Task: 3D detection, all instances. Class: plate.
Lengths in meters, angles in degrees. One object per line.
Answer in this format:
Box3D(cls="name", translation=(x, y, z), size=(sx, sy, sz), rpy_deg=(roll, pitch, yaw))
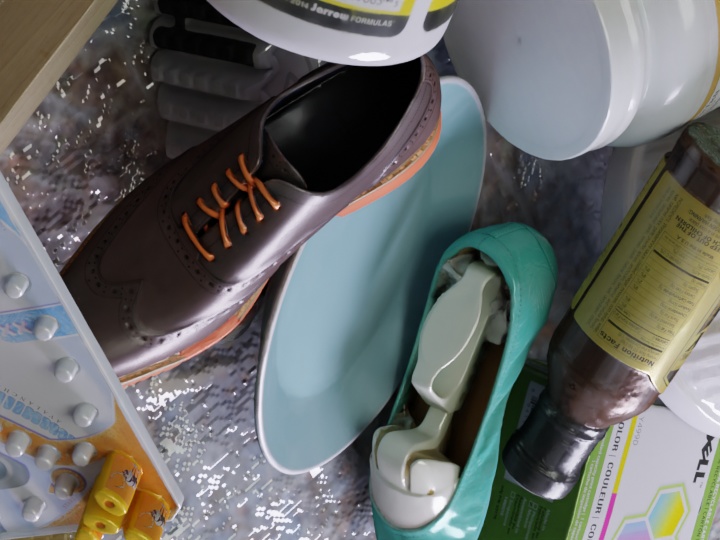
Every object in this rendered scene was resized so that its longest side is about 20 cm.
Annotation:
Box3D(cls="plate", translation=(0.000, 0.000, 0.852), size=(0.200, 0.025, 0.201), rpy_deg=(-50, 155, -34))

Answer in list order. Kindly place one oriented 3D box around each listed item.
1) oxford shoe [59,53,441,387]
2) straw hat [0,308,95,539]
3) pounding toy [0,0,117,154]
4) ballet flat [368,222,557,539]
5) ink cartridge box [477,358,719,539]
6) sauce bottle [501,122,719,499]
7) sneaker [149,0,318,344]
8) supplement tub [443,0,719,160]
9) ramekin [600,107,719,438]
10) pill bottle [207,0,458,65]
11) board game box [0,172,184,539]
Box3D(cls="oxford shoe", translation=(-0.052, -0.027, 0.718), size=(0.200, 0.073, 0.071), rpy_deg=(-40, 82, -8))
Box3D(cls="straw hat", translation=(-0.182, 0.035, 0.713), size=(0.202, 0.199, 0.086), rpy_deg=(61, 28, -33))
Box3D(cls="pounding toy", translation=(-0.169, -0.161, 0.621), size=(0.185, 0.141, 0.200), rpy_deg=(-55, 162, -11))
Box3D(cls="ballet flat", translation=(0.038, 0.069, 0.908), size=(0.070, 0.067, 0.202), rpy_deg=(8, 103, -53))
Box3D(cls="ink cartridge box", translation=(0.162, 0.139, 1.029), size=(0.199, 0.075, 0.149), rpy_deg=(10, 98, -38))
Box3D(cls="sauce bottle", translation=(0.133, 0.025, 0.888), size=(0.064, 0.065, 0.201), rpy_deg=(7, 125, -39))
Box3D(cls="sneaker", translation=(-0.046, -0.071, 0.810), size=(0.081, 0.075, 0.202), rpy_deg=(-15, 119, -44))
Box3D(cls="supplement tub", translation=(0.149, -0.148, 0.886), size=(0.199, 0.144, 0.146), rpy_deg=(-27, 119, -29))
Box3D(cls="ramekin", translation=(0.231, -0.014, 0.972), size=(0.199, 0.105, 0.203), rpy_deg=(11, 73, -40))
Box3D(cls="pill bottle", translation=(0.011, -0.185, 0.649), size=(0.112, 0.113, 0.201), rpy_deg=(-6, 132, -37))
Box3D(cls="board game box", translation=(-0.188, 0.036, 0.640), size=(0.026, 0.198, 0.201), rpy_deg=(-75, 149, -47))
